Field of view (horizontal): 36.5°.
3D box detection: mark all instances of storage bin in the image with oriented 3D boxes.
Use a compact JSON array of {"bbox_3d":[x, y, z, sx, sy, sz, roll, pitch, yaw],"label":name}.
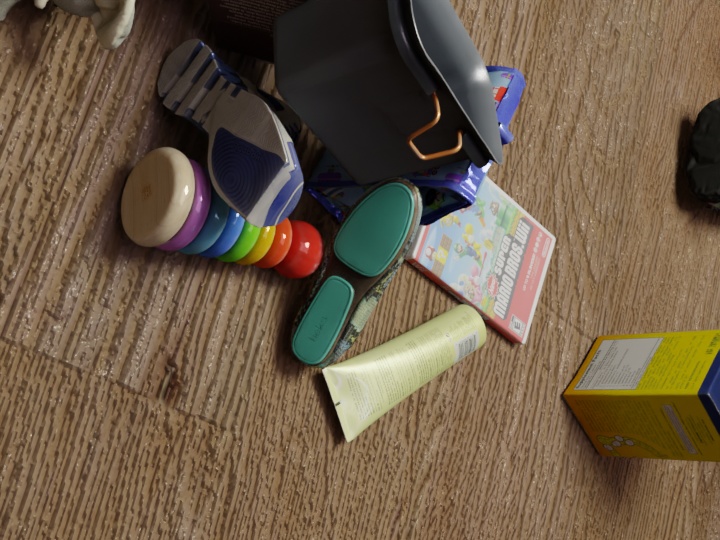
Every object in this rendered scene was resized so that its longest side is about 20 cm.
[{"bbox_3d":[0.022,-0.150,0.909,0.200,0.133,0.147,44,35,-51],"label":"storage bin"}]

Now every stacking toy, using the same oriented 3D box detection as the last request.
[{"bbox_3d":[-0.110,-0.041,0.969,0.199,0.085,0.086,19,73,-46],"label":"stacking toy"}]

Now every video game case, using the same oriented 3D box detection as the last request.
[{"bbox_3d":[0.139,-0.026,1.222,0.200,0.017,0.144,36,63,-33],"label":"video game case"}]

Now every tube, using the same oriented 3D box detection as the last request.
[{"bbox_3d":[0.045,0.094,1.109,0.199,0.052,0.058,-28,62,-37],"label":"tube"}]

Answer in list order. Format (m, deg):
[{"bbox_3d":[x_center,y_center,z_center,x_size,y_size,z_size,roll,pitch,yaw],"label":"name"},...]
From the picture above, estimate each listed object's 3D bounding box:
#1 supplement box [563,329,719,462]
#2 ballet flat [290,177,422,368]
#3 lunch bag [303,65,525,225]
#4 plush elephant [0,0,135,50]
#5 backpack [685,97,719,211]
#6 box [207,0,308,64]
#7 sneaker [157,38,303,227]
[{"bbox_3d":[0.360,0.147,1.277,0.109,0.199,0.110,-49,116,-33],"label":"supplement box"},{"bbox_3d":[0.000,0.000,1.017,0.074,0.074,0.201,21,111,-38],"label":"ballet flat"},{"bbox_3d":[0.065,-0.121,1.045,0.094,0.199,0.151,44,59,-28],"label":"lunch bag"},{"bbox_3d":[-0.246,-0.255,0.832,0.198,0.165,0.156,-16,138,-10],"label":"plush elephant"},{"bbox_3d":[0.544,-0.148,1.526,0.199,0.126,0.168,16,86,-40],"label":"backpack"},{"bbox_3d":[-0.077,-0.258,0.927,0.099,0.200,0.075,15,69,4],"label":"box"},{"bbox_3d":[-0.087,-0.117,0.946,0.115,0.081,0.200,22,25,-49],"label":"sneaker"}]
